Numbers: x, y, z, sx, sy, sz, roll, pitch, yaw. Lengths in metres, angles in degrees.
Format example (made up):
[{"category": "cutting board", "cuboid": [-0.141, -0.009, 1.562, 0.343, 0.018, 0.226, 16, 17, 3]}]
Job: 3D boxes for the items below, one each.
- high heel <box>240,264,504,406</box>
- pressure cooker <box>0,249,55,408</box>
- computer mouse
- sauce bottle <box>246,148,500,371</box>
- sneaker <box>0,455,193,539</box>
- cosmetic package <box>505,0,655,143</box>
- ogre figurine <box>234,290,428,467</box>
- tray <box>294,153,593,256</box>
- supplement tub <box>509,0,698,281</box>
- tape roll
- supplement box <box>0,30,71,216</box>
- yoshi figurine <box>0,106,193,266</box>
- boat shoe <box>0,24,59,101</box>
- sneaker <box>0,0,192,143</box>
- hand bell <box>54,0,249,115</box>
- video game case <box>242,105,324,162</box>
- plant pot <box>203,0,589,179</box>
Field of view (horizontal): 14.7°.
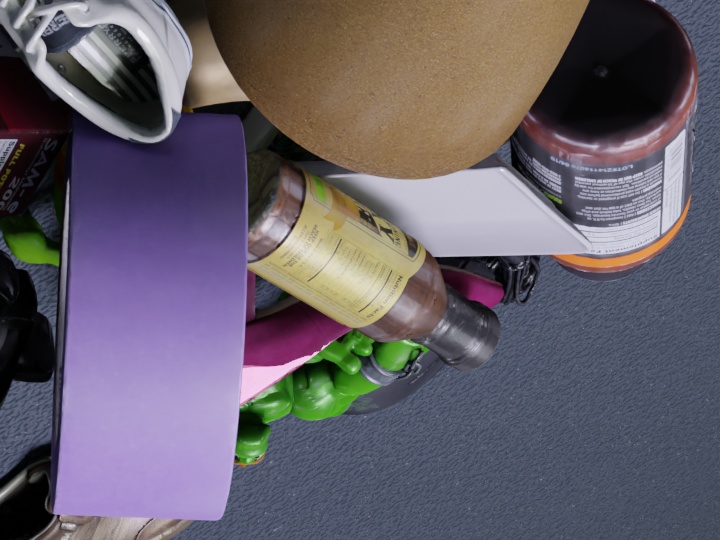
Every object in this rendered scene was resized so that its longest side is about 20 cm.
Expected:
[{"category": "high heel", "cuboid": [-0.011, 0.043, 1.642, 0.199, 0.097, 0.067, 0, 177, -12]}, {"category": "pressure cooker", "cuboid": [-0.264, 0.045, 1.384, 0.176, 0.179, 0.200, -35, 160, -47]}, {"category": "computer mouse", "cuboid": [0.042, 0.039, 1.864, 0.200, 0.053, 0.139, -33, 154, -6]}, {"category": "sauce bottle", "cuboid": [0.000, 0.000, 1.562, 0.065, 0.065, 0.200, -44, 132, 16]}, {"category": "sneaker", "cuboid": [-0.170, 0.144, 1.764, 0.200, 0.071, 0.076, -29, 152, -15]}, {"category": "cosmetic package", "cuboid": [0.072, -0.128, 1.584, 0.200, 0.052, 0.151, -34, 156, -4]}, {"category": "ogre figurine", "cuboid": [-0.065, 0.057, 1.713, 0.199, 0.098, 0.120, -18, 159, -18]}, {"category": "tray", "cuboid": [0.025, -0.039, 1.568, 0.199, 0.022, 0.107, -1, 154, 37]}, {"category": "supplement tub", "cuboid": [0.137, -0.068, 1.586, 0.107, 0.107, 0.200, -31, 156, -10]}, {"category": "tape roll", "cuboid": [-0.106, 0.021, 1.368, 0.085, 0.201, 0.200, 2, 143, -8]}, {"category": "supplement box", "cuboid": [-0.243, -0.079, 1.274, 0.200, 0.109, 0.061, -4, 138, -49]}, {"category": "yoshi figurine", "cuboid": [-0.132, -0.023, 1.544, 0.201, 0.112, 0.112, 88, 23, -44]}, {"category": "boat shoe", "cuboid": [-0.128, -0.157, 1.346, 0.200, 0.074, 0.067, -41, 123, 20]}, {"category": "sneaker", "cuboid": [-0.144, -0.134, 1.267, 0.073, 0.071, 0.200, -39, 125, 17]}, {"category": "hand bell", "cuboid": [-0.128, -0.098, 1.430, 0.199, 0.104, 0.104, -19, 151, -8]}, {"category": "video game case", "cuboid": [0.010, -0.099, 1.639, 0.182, 0.022, 0.200, -3, 139, -47]}, {"category": "plant pot", "cuboid": [0.044, -0.169, 1.323, 0.186, 0.187, 0.200, -19, 166, -30]}]
